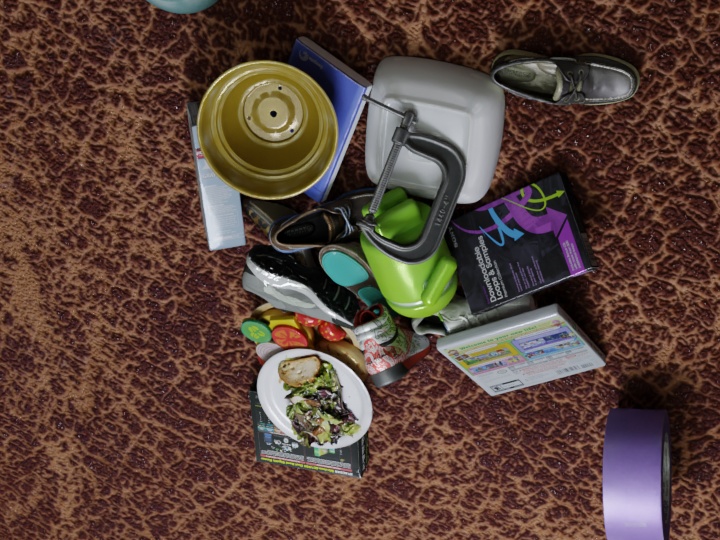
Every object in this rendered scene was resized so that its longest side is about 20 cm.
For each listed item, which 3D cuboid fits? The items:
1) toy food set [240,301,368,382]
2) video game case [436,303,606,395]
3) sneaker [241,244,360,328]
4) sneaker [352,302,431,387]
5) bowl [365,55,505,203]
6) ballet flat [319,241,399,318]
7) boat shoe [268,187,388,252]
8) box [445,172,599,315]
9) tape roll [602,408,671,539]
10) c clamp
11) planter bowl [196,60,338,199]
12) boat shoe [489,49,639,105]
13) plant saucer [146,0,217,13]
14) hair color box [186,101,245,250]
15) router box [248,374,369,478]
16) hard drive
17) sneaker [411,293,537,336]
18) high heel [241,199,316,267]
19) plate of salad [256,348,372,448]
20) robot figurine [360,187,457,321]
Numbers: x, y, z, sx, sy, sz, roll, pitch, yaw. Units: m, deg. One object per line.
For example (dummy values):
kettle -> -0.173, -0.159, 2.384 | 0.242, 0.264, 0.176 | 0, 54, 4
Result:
toy food set -> -0.092, 0.118, 1.800 | 0.195, 0.049, 0.201 | -4, 137, 28
video game case -> 0.242, 0.122, 1.676 | 0.198, 0.022, 0.182 | -18, 142, 28
sneaker -> -0.089, 0.034, 1.699 | 0.198, 0.074, 0.080 | 28, 129, -5
sneaker -> 0.048, 0.095, 1.692 | 0.067, 0.201, 0.109 | -22, 95, 22
bowl -> 0.097, -0.188, 1.573 | 0.197, 0.075, 0.202 | 13, 121, 12
ballet flat -> 0.000, 0.000, 1.684 | 0.067, 0.068, 0.200 | -16, 140, 25
boat shoe -> -0.038, -0.067, 1.651 | 0.197, 0.072, 0.073 | -20, 98, -1
box -> 0.225, -0.036, 1.597 | 0.198, 0.036, 0.145 | -24, 78, 30
tape roll -> 0.414, 0.307, 1.665 | 0.084, 0.201, 0.202 | -1, 118, 19
c clamp -> 0.054, -0.116, 1.522 | 0.169, 0.027, 0.203 | 16, 90, -10
planter bowl -> -0.126, -0.209, 1.575 | 0.197, 0.084, 0.203 | 1, 117, 3
boat shoe -> 0.267, -0.248, 1.480 | 0.197, 0.065, 0.074 | 6, 119, 16
plant saucer -> -0.271, -0.456, 1.574 | 0.197, 0.036, 0.203 | 9, 121, 15
hair color box -> -0.217, -0.145, 1.685 | 0.060, 0.099, 0.203 | -10, 119, -9
router box -> -0.085, 0.262, 1.902 | 0.197, 0.062, 0.152 | 7, 120, 16
hard drive -> -0.071, -0.217, 1.624 | 0.131, 0.025, 0.202 | 37, 126, 18
sneaker -> 0.169, 0.071, 1.686 | 0.197, 0.087, 0.075 | -8, 115, 22
high heel -> -0.121, -0.017, 1.753 | 0.199, 0.072, 0.143 | 32, 127, -2
plate of salad -> -0.078, 0.214, 1.800 | 0.197, 0.048, 0.202 | 9, 124, 13
robot figurine -> 0.071, -0.017, 1.613 | 0.115, 0.176, 0.202 | -30, 123, -9
